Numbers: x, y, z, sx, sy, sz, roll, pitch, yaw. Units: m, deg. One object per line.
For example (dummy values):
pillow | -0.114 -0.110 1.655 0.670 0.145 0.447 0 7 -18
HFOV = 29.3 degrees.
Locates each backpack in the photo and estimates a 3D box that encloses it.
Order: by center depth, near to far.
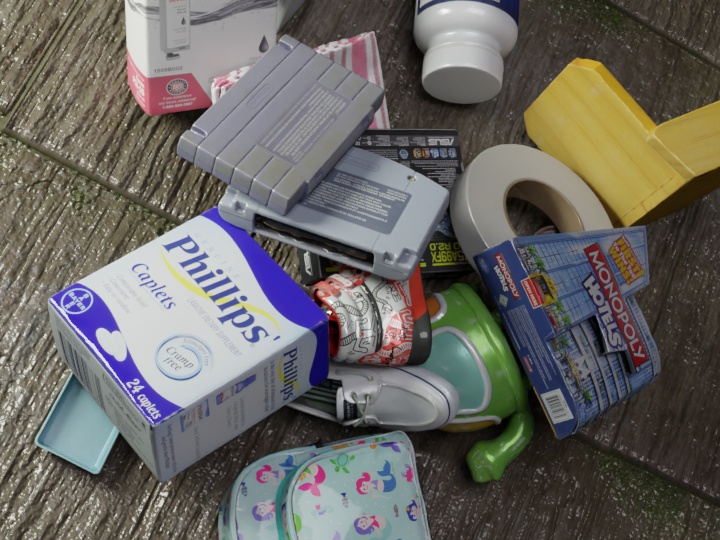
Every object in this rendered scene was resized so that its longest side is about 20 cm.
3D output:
backpack | -0.032 0.249 1.318 0.199 0.151 0.178 -7 75 -14

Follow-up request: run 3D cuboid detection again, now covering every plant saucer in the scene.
plant saucer | -0.247 0.101 1.368 0.070 0.019 0.200 27 65 -7

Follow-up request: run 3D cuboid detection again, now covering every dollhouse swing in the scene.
dollhouse swing | 0.316 -0.156 1.530 0.181 0.200 0.176 -23 79 -23

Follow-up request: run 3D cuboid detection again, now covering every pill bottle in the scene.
pill bottle | 0.121 -0.298 1.563 0.119 0.120 0.201 10 69 -13

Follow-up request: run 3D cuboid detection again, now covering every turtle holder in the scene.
turtle holder | 0.105 0.111 1.424 0.131 0.141 0.186 -27 121 -9

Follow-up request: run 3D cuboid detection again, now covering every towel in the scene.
towel | -0.056 -0.159 1.468 0.199 0.030 0.147 -21 117 -22

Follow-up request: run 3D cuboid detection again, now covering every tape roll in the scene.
tape roll | 0.188 -0.045 1.481 0.202 0.037 0.203 18 50 -24

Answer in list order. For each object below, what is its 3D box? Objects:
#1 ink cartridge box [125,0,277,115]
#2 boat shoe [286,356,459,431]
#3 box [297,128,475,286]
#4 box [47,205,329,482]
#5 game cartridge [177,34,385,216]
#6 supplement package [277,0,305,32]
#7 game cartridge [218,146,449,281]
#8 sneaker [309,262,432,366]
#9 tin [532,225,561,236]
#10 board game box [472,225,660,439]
ink cartridge box | -0.165 -0.274 1.420 0.146 0.201 0.083 -11 39 -19
boat shoe | -0.004 0.129 1.361 0.199 0.074 0.067 7 25 25
box | 0.023 -0.069 1.465 0.199 0.044 0.161 -4 80 -30
box | -0.160 0.064 1.306 0.200 0.105 0.184 -31 59 -25
game cartridge | -0.073 -0.144 1.351 0.129 0.038 0.200 33 49 6
supplement package | -0.129 -0.382 1.521 0.200 0.110 0.114 37 65 -2
game cartridge | -0.021 -0.068 1.342 0.199 0.042 0.133 19 42 12
sneaker | 0.000 0.000 1.357 0.108 0.067 0.202 0 62 -20
tin | 0.220 0.042 1.492 0.112 0.042 0.200 21 50 -16
board game box | 0.235 0.038 1.392 0.200 0.062 0.201 -24 88 -41
